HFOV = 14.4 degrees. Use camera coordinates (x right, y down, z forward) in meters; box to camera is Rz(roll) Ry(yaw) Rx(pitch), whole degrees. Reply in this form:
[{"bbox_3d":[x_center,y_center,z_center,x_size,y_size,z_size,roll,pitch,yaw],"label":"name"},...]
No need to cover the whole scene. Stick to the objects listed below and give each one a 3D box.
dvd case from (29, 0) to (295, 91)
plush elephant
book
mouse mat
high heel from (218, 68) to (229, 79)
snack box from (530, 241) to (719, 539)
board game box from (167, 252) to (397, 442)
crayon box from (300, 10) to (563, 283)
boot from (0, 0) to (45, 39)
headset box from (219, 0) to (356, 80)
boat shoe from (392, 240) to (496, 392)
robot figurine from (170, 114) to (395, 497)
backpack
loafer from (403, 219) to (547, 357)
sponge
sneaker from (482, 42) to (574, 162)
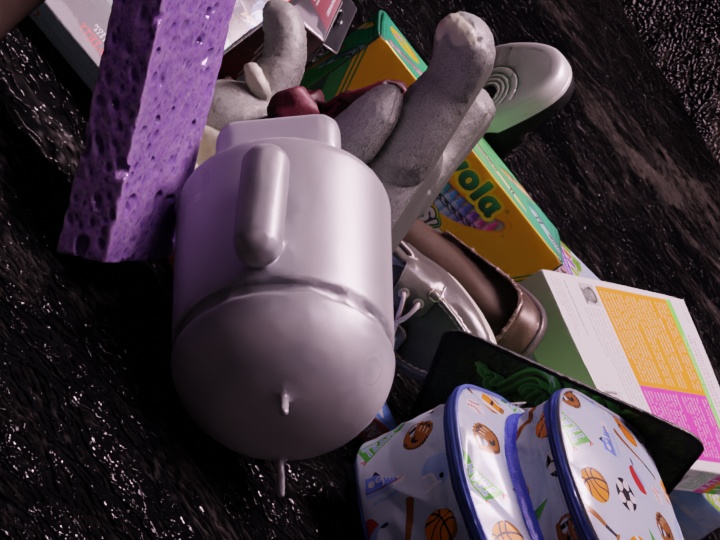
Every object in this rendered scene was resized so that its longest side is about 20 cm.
[{"bbox_3d":[-0.118,-0.186,1.648,0.146,0.022,0.200,50,47,-3],"label":"dvd case"},{"bbox_3d":[-0.032,-0.077,1.600,0.155,0.200,0.165,33,-2,8],"label":"plush elephant"},{"bbox_3d":[0.175,0.074,1.806,0.200,0.048,0.134,15,46,-59],"label":"book"},{"bbox_3d":[0.110,0.097,1.664,0.160,0.008,0.200,24,-22,3],"label":"mouse mat"},{"bbox_3d":[-0.079,-0.165,1.808,0.067,0.096,0.200,46,17,-34],"label":"high heel"},{"bbox_3d":[0.158,0.079,1.934,0.169,0.068,0.200,42,21,-35],"label":"snack box"},{"bbox_3d":[-0.050,0.022,1.629,0.200,0.019,0.103,42,17,-42],"label":"board game box"},{"bbox_3d":[0.027,-0.054,1.855,0.200,0.119,0.058,50,15,-17],"label":"crayon box"},{"bbox_3d":[-0.169,-0.165,1.405,0.070,0.146,0.200,49,14,-7],"label":"boot"},{"bbox_3d":[-0.083,-0.211,1.762,0.200,0.075,0.149,36,42,-14],"label":"headset box"},{"bbox_3d":[0.000,0.000,1.695,0.200,0.067,0.057,48,23,22],"label":"boat shoe"},{"bbox_3d":[-0.039,0.013,1.447,0.170,0.112,0.201,74,12,-49],"label":"robot figurine"},{"bbox_3d":[0.085,0.153,1.531,0.190,0.154,0.201,23,36,-45],"label":"backpack"},{"bbox_3d":[0.030,0.005,1.743,0.200,0.073,0.071,30,-11,42],"label":"loafer"},{"bbox_3d":[-0.101,-0.104,1.445,0.030,0.201,0.112,15,7,15],"label":"sponge"},{"bbox_3d":[0.083,-0.080,1.939,0.112,0.199,0.073,45,40,-32],"label":"sneaker"}]
